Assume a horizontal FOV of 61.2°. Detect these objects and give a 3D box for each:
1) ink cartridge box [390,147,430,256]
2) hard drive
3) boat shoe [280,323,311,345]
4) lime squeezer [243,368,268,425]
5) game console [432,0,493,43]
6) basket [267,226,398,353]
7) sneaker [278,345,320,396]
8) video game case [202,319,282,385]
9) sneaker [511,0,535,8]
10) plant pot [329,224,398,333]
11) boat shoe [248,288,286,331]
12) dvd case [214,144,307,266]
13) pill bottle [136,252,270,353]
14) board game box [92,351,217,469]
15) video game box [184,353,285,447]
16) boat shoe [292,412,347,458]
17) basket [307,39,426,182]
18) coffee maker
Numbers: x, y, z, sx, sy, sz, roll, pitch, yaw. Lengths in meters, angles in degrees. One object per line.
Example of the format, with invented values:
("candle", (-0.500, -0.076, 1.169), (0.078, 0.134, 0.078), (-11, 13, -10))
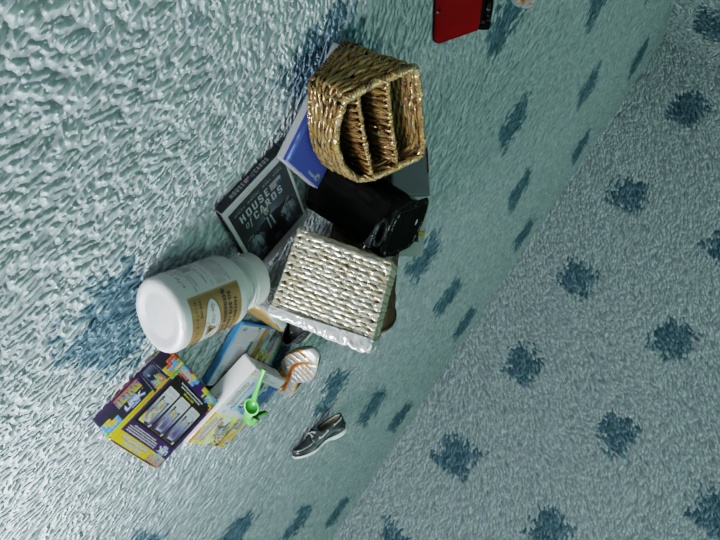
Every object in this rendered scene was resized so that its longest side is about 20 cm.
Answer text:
("ink cartridge box", (0.106, -0.150, 1.362), (0.203, 0.080, 0.149), (90, 2, -54))
("hard drive", (-0.060, -0.254, 1.021), (0.204, 0.025, 0.132), (-64, 158, -2))
("boat shoe", (-0.117, 0.087, 1.269), (0.065, 0.075, 0.200), (-25, 158, -48))
("lime squeezer", (-0.213, 0.280, 1.261), (0.070, 0.038, 0.203), (-36, 153, -29))
("game console", (0.208, -0.577, 1.182), (0.202, 0.115, 0.177), (83, 15, -58))
("basket", (-0.038, 0.038, 1.101), (0.198, 0.195, 0.165), (27, 83, -83))
("sneaker", (-0.139, 0.215, 1.391), (0.077, 0.078, 0.200), (-47, -179, -40))
("video game case", (-0.232, 0.174, 1.267), (0.145, 0.018, 0.199), (-59, 157, 3))
("sneaker", (0.367, -0.676, 1.316), (0.078, 0.076, 0.202), (-60, 164, -23))
("plant pot", (0.000, 0.000, 1.307), (0.199, 0.197, 0.203), (-29, 139, -46))
("boat shoe", (-0.176, 0.065, 1.180), (0.071, 0.069, 0.200), (-63, 172, -10))
("dvd case", (-0.163, -0.097, 1.046), (0.151, 0.024, 0.201), (-50, 157, -18))
("pill bottle", (-0.239, 0.041, 0.958), (0.198, 0.113, 0.117), (-25, 143, -51))
("board game box", (-0.351, 0.245, 1.072), (0.165, 0.056, 0.202), (-46, 155, -20))
("video game box", (-0.263, 0.276, 1.271), (0.200, 0.047, 0.183), (-47, 156, -4))
("boat shoe", (-0.130, 0.499, 1.844), (0.197, 0.075, 0.062), (-25, 105, -37))
("basket", (0.010, -0.232, 0.972), (0.144, 0.146, 0.202), (-53, 156, -24))
("coffee maker", (0.002, -0.128, 1.114), (0.137, 0.198, 0.191), (-59, 157, 6))
